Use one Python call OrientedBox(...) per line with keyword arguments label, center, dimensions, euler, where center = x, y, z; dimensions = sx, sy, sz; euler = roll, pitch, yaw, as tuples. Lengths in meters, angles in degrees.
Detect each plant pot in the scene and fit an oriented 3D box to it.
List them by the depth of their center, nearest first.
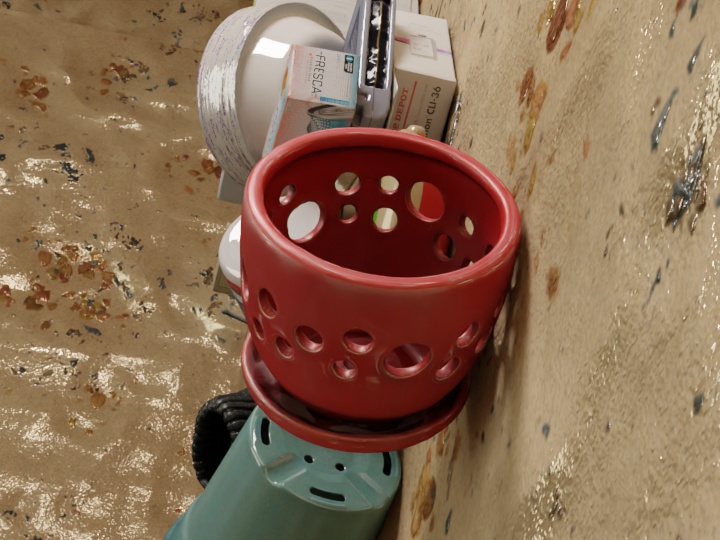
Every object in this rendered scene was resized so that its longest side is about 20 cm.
OrientedBox(label="plant pot", center=(0.008, 0.021, 1.104), dimensions=(0.201, 0.199, 0.183), euler=(-90, 5, -55))
OrientedBox(label="plant pot", center=(-0.064, 0.228, 1.394), dimensions=(0.201, 0.199, 0.197), euler=(-89, 21, -53))

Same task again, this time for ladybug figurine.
OrientedBox(label="ladybug figurine", center=(0.042, -0.030, 1.357), dimensions=(0.136, 0.072, 0.201), euler=(-127, 48, -82))

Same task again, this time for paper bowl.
OrientedBox(label="paper bowl", center=(-0.071, -0.185, 1.605), dimensions=(0.104, 0.200, 0.202), euler=(2, 79, 42))

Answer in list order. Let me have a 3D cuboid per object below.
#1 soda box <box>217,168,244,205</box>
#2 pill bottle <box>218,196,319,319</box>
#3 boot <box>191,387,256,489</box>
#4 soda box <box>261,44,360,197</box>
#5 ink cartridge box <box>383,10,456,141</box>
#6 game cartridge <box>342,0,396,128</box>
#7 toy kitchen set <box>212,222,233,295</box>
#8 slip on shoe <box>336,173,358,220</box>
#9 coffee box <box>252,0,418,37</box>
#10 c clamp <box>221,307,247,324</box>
OrientedBox(label="soda box", center=(-0.059, -0.103, 1.727), dimensions=(0.068, 0.199, 0.064), euler=(112, 168, -51))
OrientedBox(label="pill bottle", center=(-0.051, 0.036, 1.438), dimensions=(0.116, 0.115, 0.201), euler=(-87, -19, -46))
OrientedBox(label="boot", center=(-0.097, 0.211, 1.568), dimensions=(0.158, 0.079, 0.212), euler=(-25, -69, -50))
OrientedBox(label="soda box", center=(-0.053, -0.131, 1.450), dimensions=(0.200, 0.068, 0.064), euler=(113, 163, -61))
OrientedBox(label="ink cartridge box", center=(0.050, -0.171, 1.523), dimensions=(0.200, 0.067, 0.117), euler=(-89, 12, -59))
OrientedBox(label="game cartridge", center=(0.002, -0.186, 1.497), dimensions=(0.133, 0.041, 0.201), euler=(118, 161, -53))
OrientedBox(label="toy kitchen set", center=(-0.077, -0.076, 1.901), dimensions=(0.200, 0.179, 0.164), euler=(-91, 15, -56))
OrientedBox(label="slip on shoe", center=(-0.001, -0.026, 1.483), dimensions=(0.076, 0.060, 0.200), euler=(-56, -28, -28))
OrientedBox(label="coffee box", center=(-0.046, -0.249, 1.837), dimensions=(0.200, 0.199, 0.198), euler=(-90, 13, -53))
OrientedBox(label="c clamp", center=(-0.088, 0.034, 1.933), dimensions=(0.027, 0.170, 0.200), euler=(-47, 19, 30))
